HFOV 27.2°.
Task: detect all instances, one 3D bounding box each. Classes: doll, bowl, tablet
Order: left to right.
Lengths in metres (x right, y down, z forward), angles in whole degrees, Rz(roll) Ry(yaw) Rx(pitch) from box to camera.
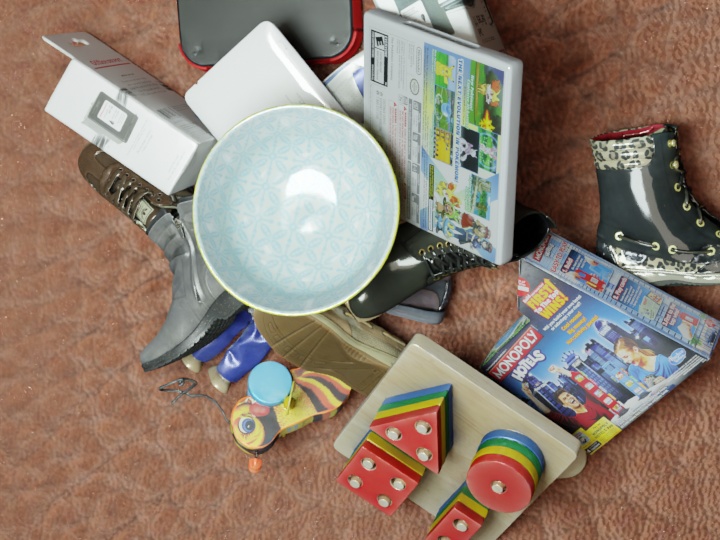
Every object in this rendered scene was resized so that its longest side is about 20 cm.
[{"bbox_3d":[-0.109,0.035,1.594,0.136,0.048,0.200,39,105,-16],"label":"doll"},{"bbox_3d":[-0.075,-0.137,1.504,0.130,0.014,0.200,-38,92,25],"label":"tablet"},{"bbox_3d":[-0.056,-0.054,1.446,0.199,0.108,0.201,0,86,6],"label":"bowl"}]

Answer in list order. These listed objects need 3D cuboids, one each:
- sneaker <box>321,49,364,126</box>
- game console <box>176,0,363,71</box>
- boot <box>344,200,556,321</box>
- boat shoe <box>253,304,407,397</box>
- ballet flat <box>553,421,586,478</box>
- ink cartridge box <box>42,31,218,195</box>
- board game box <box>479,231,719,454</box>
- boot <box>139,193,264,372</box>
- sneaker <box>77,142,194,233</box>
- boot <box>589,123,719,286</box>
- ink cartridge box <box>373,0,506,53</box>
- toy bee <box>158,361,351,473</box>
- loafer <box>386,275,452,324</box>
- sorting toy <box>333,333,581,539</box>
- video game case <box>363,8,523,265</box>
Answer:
[{"bbox_3d":[-0.013,-0.135,1.535,0.115,0.081,0.199,45,114,-2],"label":"sneaker"},{"bbox_3d":[-0.099,-0.300,1.548,0.199,0.031,0.177,-2,95,13],"label":"game console"},{"bbox_3d":[0.082,-0.013,1.449,0.200,0.138,0.078,-43,120,-7],"label":"boot"},{"bbox_3d":[-0.027,0.068,1.535,0.200,0.065,0.071,33,130,-29],"label":"boat shoe"},{"bbox_3d":[0.143,0.162,1.552,0.200,0.069,0.070,31,106,6],"label":"ballet flat"},{"bbox_3d":[-0.245,-0.167,1.559,0.200,0.116,0.067,34,107,6],"label":"ink cartridge box"},{"bbox_3d":[0.218,0.061,1.489,0.200,0.062,0.200,39,134,-2],"label":"board game box"},{"bbox_3d":[-0.182,0.009,1.537,0.200,0.070,0.132,-38,84,29],"label":"boot"},{"bbox_3d":[-0.222,-0.077,1.590,0.200,0.076,0.071,31,106,6],"label":"sneaker"},{"bbox_3d":[0.324,-0.066,1.458,0.203,0.073,0.154,-4,105,18],"label":"boot"},{"bbox_3d":[0.069,-0.265,1.450,0.083,0.147,0.200,-21,96,17],"label":"ink cartridge box"},{"bbox_3d":[-0.096,0.156,1.576,0.199,0.131,0.109,-16,73,12],"label":"toy bee"},{"bbox_3d":[0.000,0.000,1.538,0.199,0.072,0.063,16,103,-13],"label":"loafer"},{"bbox_3d":[0.086,0.194,1.517,0.200,0.070,0.199,34,133,-1],"label":"sorting toy"},{"bbox_3d":[0.072,-0.125,1.380,0.182,0.022,0.200,27,130,38],"label":"video game case"}]
